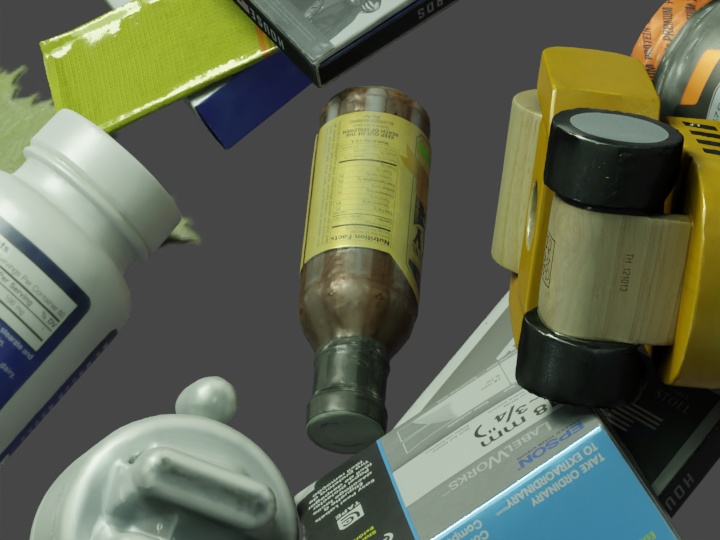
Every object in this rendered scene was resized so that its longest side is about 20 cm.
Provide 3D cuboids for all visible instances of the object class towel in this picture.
[{"bbox_3d":[-0.086,-0.140,1.498,0.199,0.018,0.086,-25,49,10],"label":"towel"}]

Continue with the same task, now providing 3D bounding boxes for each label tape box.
[{"bbox_3d":[0.056,0.117,1.159,0.144,0.063,0.200,-34,18,3],"label":"label tape box"}]

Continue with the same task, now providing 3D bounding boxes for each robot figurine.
[{"bbox_3d":[-0.095,0.130,1.259,0.200,0.113,0.170,142,152,-72],"label":"robot figurine"}]

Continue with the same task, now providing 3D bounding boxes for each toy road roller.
[{"bbox_3d":[0.141,-0.015,1.188,0.145,0.124,0.200,6,17,-5],"label":"toy road roller"}]

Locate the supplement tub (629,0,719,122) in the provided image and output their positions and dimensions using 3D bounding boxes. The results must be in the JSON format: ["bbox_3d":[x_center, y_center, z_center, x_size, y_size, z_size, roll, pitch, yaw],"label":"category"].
[{"bbox_3d":[0.223,-0.059,1.246,0.123,0.123,0.200,-48,46,-10],"label":"supplement tub"}]

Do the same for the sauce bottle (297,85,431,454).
[{"bbox_3d":[0.000,0.000,1.372,0.064,0.065,0.201,-10,53,23],"label":"sauce bottle"}]

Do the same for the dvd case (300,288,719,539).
[{"bbox_3d":[0.075,0.104,1.275,0.150,0.025,0.200,30,75,41],"label":"dvd case"}]

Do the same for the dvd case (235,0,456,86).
[{"bbox_3d":[0.015,-0.200,1.460,0.200,0.025,0.150,-33,56,-15],"label":"dvd case"}]

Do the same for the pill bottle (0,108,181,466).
[{"bbox_3d":[-0.194,0.016,1.432,0.200,0.120,0.120,-49,47,-12],"label":"pill bottle"}]

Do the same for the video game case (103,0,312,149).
[{"bbox_3d":[-0.049,-0.190,1.558,0.200,0.045,0.181,-39,47,-2],"label":"video game case"}]
